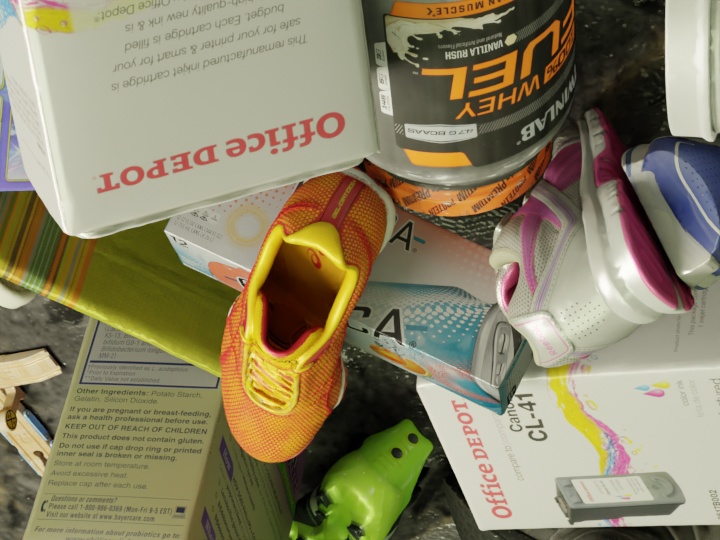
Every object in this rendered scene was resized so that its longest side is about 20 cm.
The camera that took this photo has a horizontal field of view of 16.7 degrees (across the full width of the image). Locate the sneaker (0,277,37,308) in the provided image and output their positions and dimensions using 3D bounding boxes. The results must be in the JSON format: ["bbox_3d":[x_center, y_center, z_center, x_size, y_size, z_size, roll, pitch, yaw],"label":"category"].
[{"bbox_3d":[-0.261,-0.048,1.356,0.084,0.075,0.200,-25,118,35],"label":"sneaker"}]

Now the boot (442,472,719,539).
[{"bbox_3d":[0.144,0.153,1.472,0.130,0.200,0.068,-28,117,-18],"label":"boot"}]

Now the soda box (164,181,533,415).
[{"bbox_3d":[0.000,0.000,1.290,0.199,0.069,0.064,25,167,13],"label":"soda box"}]

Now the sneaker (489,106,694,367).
[{"bbox_3d":[0.103,-0.015,1.207,0.088,0.200,0.081,-32,102,14],"label":"sneaker"}]

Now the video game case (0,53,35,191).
[{"bbox_3d":[-0.162,-0.125,1.072,0.199,0.045,0.182,-2,114,-22],"label":"video game case"}]

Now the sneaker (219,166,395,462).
[{"bbox_3d":[-0.040,0.031,1.225,0.073,0.077,0.200,25,136,10],"label":"sneaker"}]

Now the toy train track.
[{"bbox_3d":[-0.224,0.102,1.553,0.114,0.033,0.200,-10,137,25],"label":"toy train track"}]

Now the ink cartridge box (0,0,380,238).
[{"bbox_3d":[-0.082,-0.133,1.026,0.147,0.086,0.201,-15,119,-16],"label":"ink cartridge box"}]

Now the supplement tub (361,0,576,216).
[{"bbox_3d":[0.040,-0.126,1.143,0.122,0.123,0.200,4,140,10],"label":"supplement tub"}]

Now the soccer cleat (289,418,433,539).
[{"bbox_3d":[0.001,0.148,1.524,0.068,0.081,0.200,46,159,6],"label":"soccer cleat"}]

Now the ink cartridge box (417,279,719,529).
[{"bbox_3d":[0.148,0.070,1.367,0.199,0.086,0.148,-5,138,18],"label":"ink cartridge box"}]

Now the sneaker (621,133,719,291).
[{"bbox_3d":[0.211,-0.051,1.189,0.115,0.081,0.199,-32,166,25],"label":"sneaker"}]

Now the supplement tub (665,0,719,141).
[{"bbox_3d":[0.239,-0.117,1.084,0.199,0.145,0.145,2,140,12],"label":"supplement tub"}]

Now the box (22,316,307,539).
[{"bbox_3d":[-0.108,0.132,1.426,0.096,0.200,0.176,2,140,14],"label":"box"}]

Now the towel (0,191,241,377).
[{"bbox_3d":[-0.127,-0.002,1.361,0.200,0.086,0.018,26,146,-17],"label":"towel"}]
